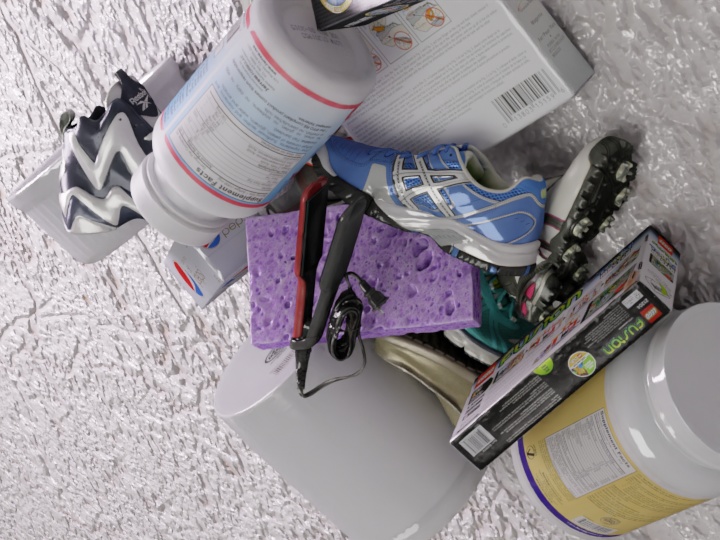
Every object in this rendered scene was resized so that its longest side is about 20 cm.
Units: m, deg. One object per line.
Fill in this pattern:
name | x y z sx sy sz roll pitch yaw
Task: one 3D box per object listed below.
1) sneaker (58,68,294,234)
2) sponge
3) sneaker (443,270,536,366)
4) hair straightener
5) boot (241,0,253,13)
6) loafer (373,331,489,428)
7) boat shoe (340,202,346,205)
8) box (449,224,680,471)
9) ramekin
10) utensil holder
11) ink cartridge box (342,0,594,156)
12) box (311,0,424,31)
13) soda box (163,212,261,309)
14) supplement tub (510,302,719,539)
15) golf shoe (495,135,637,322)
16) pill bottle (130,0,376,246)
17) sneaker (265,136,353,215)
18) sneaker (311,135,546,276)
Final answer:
sneaker | -0.161 -0.107 1.316 0.199 0.079 0.130 -6 105 14
sponge | 0.000 0.000 1.296 0.200 0.030 0.112 -7 76 21
sneaker | 0.094 0.020 1.323 0.200 0.078 0.080 35 106 -2
hair straightener | -0.019 0.025 1.228 0.077 0.041 0.200 25 126 19
boot | -0.019 -0.192 1.266 0.144 0.072 0.200 9 127 37
loafer | 0.091 0.103 1.347 0.200 0.076 0.068 29 109 -7
boat shoe | -0.024 -0.016 1.428 0.200 0.072 0.066 -29 99 43
box | 0.155 0.058 1.195 0.035 0.110 0.200 43 117 -5
ramekin | -0.219 -0.097 1.459 0.098 0.200 0.200 48 145 -12
utensil holder | -0.008 0.131 1.413 0.200 0.170 0.170 44 147 -19
ink cartridge box | 0.049 -0.165 1.199 0.174 0.044 0.200 51 136 -9
box | 0.020 -0.260 1.063 0.200 0.044 0.160 -7 94 60
soda box | -0.135 -0.018 1.486 0.064 0.068 0.200 51 166 -1
supplement tub | 0.222 0.116 1.215 0.145 0.145 0.200 50 144 0
golf shoe | 0.145 -0.042 1.219 0.088 0.077 0.200 45 144 18
pill bottle | -0.087 -0.111 1.197 0.109 0.109 0.200 48 122 3
sneaker | -0.038 -0.073 1.371 0.200 0.077 0.082 15 112 54
sneaker | 0.055 -0.067 1.206 0.200 0.076 0.077 24 108 19
